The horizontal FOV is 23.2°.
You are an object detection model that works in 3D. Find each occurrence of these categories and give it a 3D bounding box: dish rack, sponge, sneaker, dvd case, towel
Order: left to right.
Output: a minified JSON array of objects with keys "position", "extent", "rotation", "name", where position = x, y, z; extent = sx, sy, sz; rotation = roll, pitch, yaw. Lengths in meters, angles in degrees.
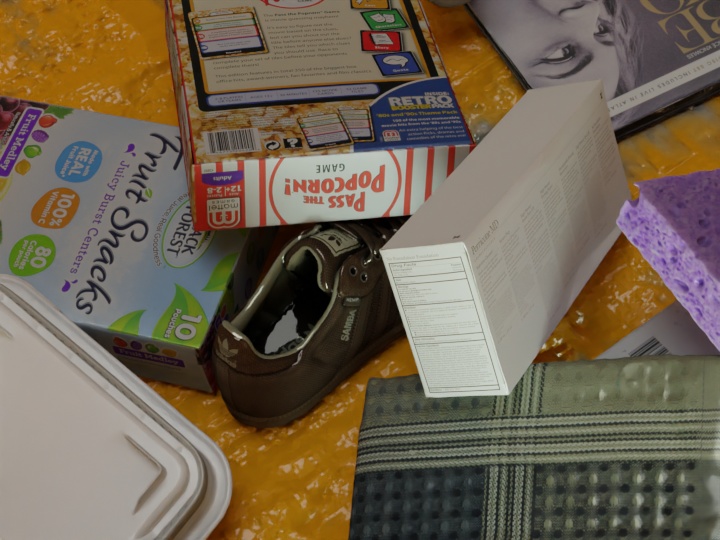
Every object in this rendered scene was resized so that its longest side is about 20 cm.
[{"position":[-0.183,0.105,0.887],"extent":[0.200,0.044,0.172],"rotation":[37,79,19],"name":"dish rack"},{"position":[0.000,0.000,0.944],"extent":[0.070,0.076,0.200],"rotation":[32,66,26],"name":"sneaker"},{"position":[0.084,0.137,0.821],"extent":[0.199,0.035,0.193],"rotation":[-5,66,27],"name":"towel"},{"position":[0.147,-0.169,1.077],"extent":[0.148,0.016,0.200],"rotation":[-25,56,-10],"name":"dvd case"},{"position":[0.217,0.028,0.814],"extent":[0.111,0.030,0.200],"rotation":[-9,49,-32],"name":"sponge"}]

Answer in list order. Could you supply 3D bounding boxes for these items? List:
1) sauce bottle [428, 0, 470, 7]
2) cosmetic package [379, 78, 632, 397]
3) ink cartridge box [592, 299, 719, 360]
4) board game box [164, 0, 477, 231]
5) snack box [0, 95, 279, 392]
[{"position":[0.042,-0.240,1.097],"extent":[0.066,0.066,0.200],"rotation":[-11,49,0],"name":"sauce bottle"},{"position":[0.080,-0.021,0.893],"extent":[0.050,0.083,0.200],"rotation":[-3,25,30],"name":"cosmetic package"},{"position":[0.209,0.058,0.880],"extent":[0.200,0.067,0.116],"rotation":[-33,57,-14],"name":"ink cartridge box"},{"position":[-0.029,-0.104,0.991],"extent":[0.151,0.046,0.200],"rotation":[-4,39,-8],"name":"board game box"},{"position":[-0.155,-0.020,0.994],"extent":[0.199,0.053,0.143],"rotation":[11,59,14],"name":"snack box"}]
